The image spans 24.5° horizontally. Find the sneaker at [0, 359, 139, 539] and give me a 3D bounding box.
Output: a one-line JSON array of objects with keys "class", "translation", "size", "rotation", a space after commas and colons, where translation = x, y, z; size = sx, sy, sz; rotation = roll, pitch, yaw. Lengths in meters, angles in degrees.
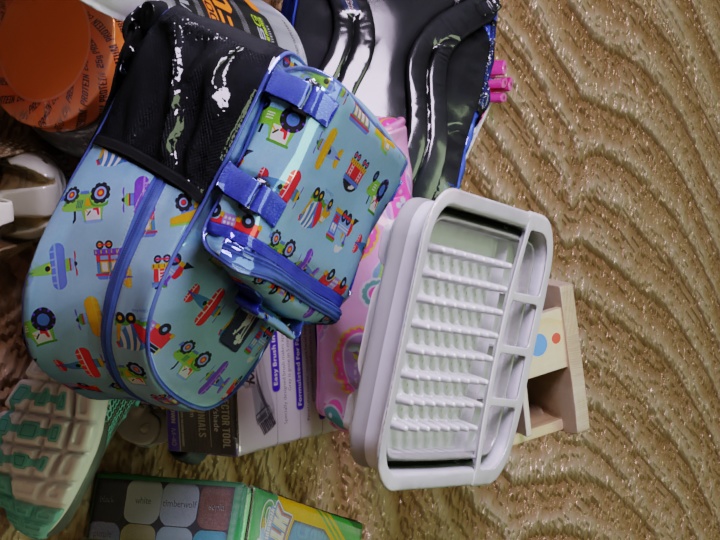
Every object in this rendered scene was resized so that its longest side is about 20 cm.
[{"class": "sneaker", "translation": [-0.152, 0.065, 0.992], "size": [0.091, 0.077, 0.202], "rotation": [23, 84, -55]}]

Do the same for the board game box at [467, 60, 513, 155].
[{"class": "board game box", "translation": [0.074, -0.179, 1.479], "size": [0.201, 0.026, 0.201], "rotation": [-64, 143, -38]}]

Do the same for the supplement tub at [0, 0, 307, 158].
[{"class": "supplement tub", "translation": [-0.128, -0.123, 1.010], "size": [0.199, 0.121, 0.124], "rotation": [4, 88, -62]}]

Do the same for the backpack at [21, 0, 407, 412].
[{"class": "backpack", "translation": [-0.083, -0.014, 0.887], "size": [0.201, 0.134, 0.183], "rotation": [-63, 156, -10]}]

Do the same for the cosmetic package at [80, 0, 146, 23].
[{"class": "cosmetic package", "translation": [-0.156, -0.269, 0.834], "size": [0.201, 0.165, 0.165], "rotation": [-55, 150, 8]}]

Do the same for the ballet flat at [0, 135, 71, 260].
[{"class": "ballet flat", "translation": [-0.208, -0.033, 0.923], "size": [0.200, 0.065, 0.071], "rotation": [-29, 118, -58]}]

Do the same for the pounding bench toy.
[{"class": "pounding bench toy", "translation": [0.064, 0.078, 1.383], "size": [0.155, 0.199, 0.126], "rotation": [-14, 103, -28]}]

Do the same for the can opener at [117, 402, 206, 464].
[{"class": "can opener", "translation": [-0.118, 0.026, 1.104], "size": [0.066, 0.052, 0.202], "rotation": [31, 63, -53]}]

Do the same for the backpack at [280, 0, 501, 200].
[{"class": "backpack", "translation": [0.005, -0.107, 1.199], "size": [0.168, 0.161, 0.202], "rotation": [119, -17, -66]}]

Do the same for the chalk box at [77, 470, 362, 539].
[{"class": "chalk box", "translation": [-0.102, 0.203, 1.066], "size": [0.200, 0.123, 0.125], "rotation": [30, 64, -57]}]

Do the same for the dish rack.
[{"class": "dish rack", "translation": [0.051, 0.041, 0.984], "size": [0.200, 0.043, 0.173], "rotation": [11, 92, -64]}]

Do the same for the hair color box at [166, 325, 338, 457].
[{"class": "hair color box", "translation": [-0.045, 0.053, 1.105], "size": [0.199, 0.064, 0.111], "rotation": [-6, 95, -57]}]

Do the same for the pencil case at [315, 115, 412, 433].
[{"class": "pencil case", "translation": [0.000, 0.000, 1.049], "size": [0.087, 0.087, 0.202], "rotation": [-27, 111, -58]}]
